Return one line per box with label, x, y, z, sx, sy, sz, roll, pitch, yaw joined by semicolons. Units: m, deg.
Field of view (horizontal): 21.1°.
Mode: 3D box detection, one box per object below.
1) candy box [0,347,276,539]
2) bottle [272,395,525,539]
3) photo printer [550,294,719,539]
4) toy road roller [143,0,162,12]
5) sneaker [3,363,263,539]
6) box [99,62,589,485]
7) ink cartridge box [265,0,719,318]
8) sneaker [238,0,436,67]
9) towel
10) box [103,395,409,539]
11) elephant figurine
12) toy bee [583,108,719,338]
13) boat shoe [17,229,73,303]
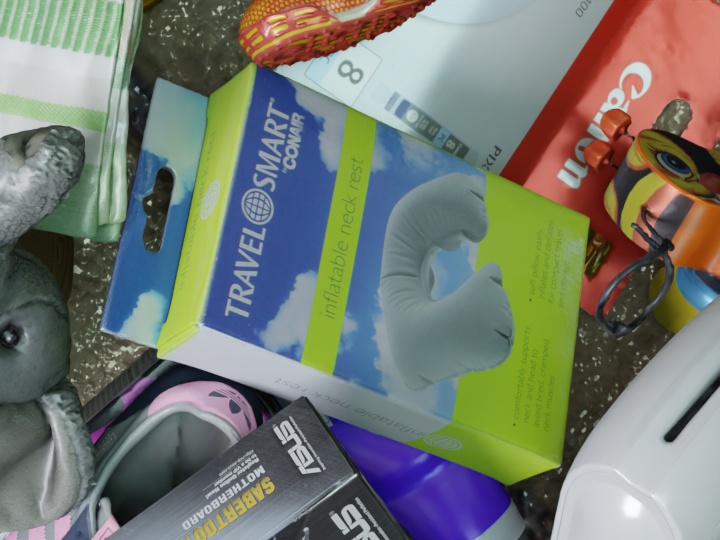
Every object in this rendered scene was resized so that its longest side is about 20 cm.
candy box;-0.106;0.138;0.863;0.200;0.061;0.137;-41;98;-3
bottle;0.002;0.045;0.866;0.083;0.065;0.201;-35;98;-18
photo printer;0.142;0.096;0.808;0.069;0.201;0.166;33;53;25
toy road roller;-0.073;-0.197;0.831;0.199;0.146;0.124;-27;98;32
sneaker;-0.112;0.122;0.788;0.070;0.082;0.201;34;88;-7
box;0.000;0.000;0.803;0.199;0.048;0.123;22;62;-25
ink cartridge box;0.076;-0.095;0.878;0.199;0.047;0.161;34;89;-7
sneaker;0.020;-0.149;0.802;0.200;0.073;0.077;-38;98;-27
towel;-0.148;-0.123;0.769;0.151;0.023;0.202;13;101;19
box;-0.041;0.159;0.788;0.158;0.048;0.200;-36;140;-4
elephant figurine;-0.166;0.046;0.754;0.199;0.155;0.143;-27;94;-1
toy bee;0.157;-0.035;0.860;0.131;0.199;0.109;-48;54;14
boat shoe;-0.185;-0.069;0.840;0.069;0.074;0.202;-18;94;18
